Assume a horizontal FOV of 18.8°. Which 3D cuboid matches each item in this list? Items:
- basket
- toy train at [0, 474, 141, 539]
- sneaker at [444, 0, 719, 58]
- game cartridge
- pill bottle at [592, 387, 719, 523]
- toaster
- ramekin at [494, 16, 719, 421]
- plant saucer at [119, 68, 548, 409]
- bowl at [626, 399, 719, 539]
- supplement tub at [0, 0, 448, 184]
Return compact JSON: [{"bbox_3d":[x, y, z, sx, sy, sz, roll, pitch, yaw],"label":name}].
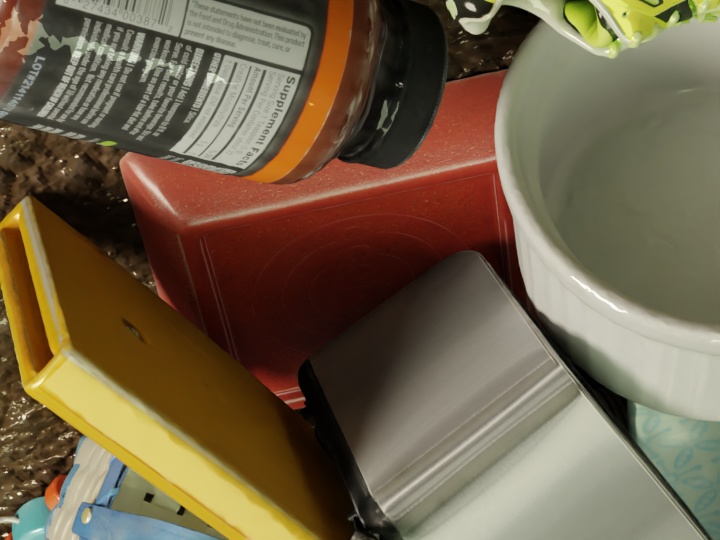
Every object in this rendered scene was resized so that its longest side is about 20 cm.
[{"bbox_3d":[-0.062,0.150,1.088,0.175,0.140,0.200,24,164,-26],"label":"basket"},{"bbox_3d":[-0.166,0.194,1.228,0.149,0.056,0.200,-18,141,6],"label":"toy train"},{"bbox_3d":[0.120,-0.122,0.891,0.198,0.077,0.075,6,172,-12],"label":"sneaker"},{"bbox_3d":[-0.074,0.065,0.965,0.032,0.176,0.200,-45,115,6],"label":"game cartridge"},{"bbox_3d":[0.113,0.123,1.168,0.198,0.120,0.120,-3,140,-11],"label":"pill bottle"},{"bbox_3d":[0.073,0.107,0.988,0.118,0.200,0.181,-40,112,4],"label":"toaster"},{"bbox_3d":[0.157,-0.033,0.936,0.199,0.202,0.098,-10,149,-3],"label":"ramekin"},{"bbox_3d":[0.000,0.000,1.055,0.198,0.037,0.200,-13,141,-1],"label":"plant saucer"},{"bbox_3d":[0.227,0.091,1.042,0.107,0.201,0.201,-18,145,-24],"label":"bowl"},{"bbox_3d":[-0.066,-0.095,0.866,0.199,0.108,0.107,12,135,-29],"label":"supplement tub"}]
